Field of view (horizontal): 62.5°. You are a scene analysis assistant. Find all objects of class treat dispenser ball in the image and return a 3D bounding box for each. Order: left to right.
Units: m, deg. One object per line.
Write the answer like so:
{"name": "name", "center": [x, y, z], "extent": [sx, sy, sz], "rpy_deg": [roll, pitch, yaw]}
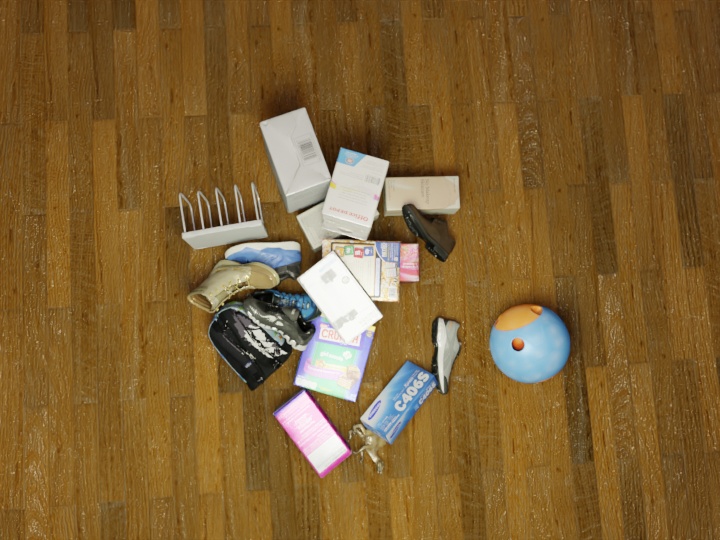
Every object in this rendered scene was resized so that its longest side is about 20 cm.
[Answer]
{"name": "treat dispenser ball", "center": [0.431, 0.185, 1.515], "extent": [0.199, 0.201, 0.203], "rpy_deg": [0, 84, -3]}

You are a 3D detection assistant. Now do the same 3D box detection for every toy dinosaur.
{"name": "toy dinosaur", "center": [0.022, 0.425, 1.552], "extent": [0.100, 0.058, 0.202], "rpy_deg": [3, 80, -19]}

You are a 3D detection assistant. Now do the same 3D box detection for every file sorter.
{"name": "file sorter", "center": [-0.354, -0.144, 1.539], "extent": [0.198, 0.139, 0.126], "rpy_deg": [-10, 81, -4]}

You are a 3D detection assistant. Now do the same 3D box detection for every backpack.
{"name": "backpack", "center": [-0.292, 0.173, 1.508], "extent": [0.200, 0.154, 0.163], "rpy_deg": [40, 105, -19]}

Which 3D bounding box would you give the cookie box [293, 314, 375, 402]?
{"name": "cookie box", "center": [-0.065, 0.220, 1.547], "extent": [0.170, 0.075, 0.202], "rpy_deg": [16, 83, 0]}

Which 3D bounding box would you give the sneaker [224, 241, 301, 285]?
{"name": "sneaker", "center": [-0.254, -0.011, 1.559], "extent": [0.198, 0.077, 0.112], "rpy_deg": [-4, 75, -10]}

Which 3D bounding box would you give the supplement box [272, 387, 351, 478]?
{"name": "supplement box", "center": [-0.122, 0.408, 1.512], "extent": [0.103, 0.101, 0.201], "rpy_deg": [-36, 88, -7]}

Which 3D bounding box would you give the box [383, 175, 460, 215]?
{"name": "box", "center": [0.163, -0.201, 1.602], "extent": [0.198, 0.078, 0.096], "rpy_deg": [-3, 84, -3]}

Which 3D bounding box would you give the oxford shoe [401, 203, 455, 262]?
{"name": "oxford shoe", "center": [0.182, -0.117, 1.574], "extent": [0.085, 0.073, 0.200], "rpy_deg": [-49, 121, -6]}

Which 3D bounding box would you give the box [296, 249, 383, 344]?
{"name": "box", "center": [-0.048, 0.063, 1.436], "extent": [0.116, 0.060, 0.201], "rpy_deg": [-36, 94, 1]}

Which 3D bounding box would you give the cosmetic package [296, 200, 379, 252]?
{"name": "cosmetic package", "center": [-0.061, -0.141, 1.586], "extent": [0.199, 0.073, 0.104], "rpy_deg": [-27, 85, -6]}

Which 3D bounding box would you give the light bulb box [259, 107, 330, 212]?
{"name": "light bulb box", "center": [-0.166, -0.277, 1.530], "extent": [0.124, 0.200, 0.200], "rpy_deg": [-19, 86, -6]}

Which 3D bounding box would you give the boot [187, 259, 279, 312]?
{"name": "boot", "center": [-0.317, 0.043, 1.482], "extent": [0.198, 0.156, 0.073], "rpy_deg": [9, 128, 24]}

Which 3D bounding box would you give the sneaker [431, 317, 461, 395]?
{"name": "sneaker", "center": [0.229, 0.227, 1.566], "extent": [0.079, 0.074, 0.202], "rpy_deg": [4, 84, -8]}

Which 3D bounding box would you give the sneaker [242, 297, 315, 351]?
{"name": "sneaker", "center": [-0.191, 0.114, 1.458], "extent": [0.199, 0.067, 0.091], "rpy_deg": [37, 119, -15]}

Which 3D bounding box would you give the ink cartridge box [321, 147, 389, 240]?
{"name": "ink cartridge box", "center": [-0.018, -0.179, 1.490], "extent": [0.127, 0.125, 0.202], "rpy_deg": [17, 80, 0]}

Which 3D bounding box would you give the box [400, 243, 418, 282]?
{"name": "box", "center": [0.052, -0.019, 1.567], "extent": [0.198, 0.095, 0.104], "rpy_deg": [1, 86, -3]}

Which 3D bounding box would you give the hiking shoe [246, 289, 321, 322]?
{"name": "hiking shoe", "center": [-0.191, 0.090, 1.514], "extent": [0.198, 0.087, 0.075], "rpy_deg": [3, 82, 24]}

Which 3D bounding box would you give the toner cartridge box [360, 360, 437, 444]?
{"name": "toner cartridge box", "center": [0.100, 0.333, 1.513], "extent": [0.095, 0.043, 0.200], "rpy_deg": [22, 61, 41]}

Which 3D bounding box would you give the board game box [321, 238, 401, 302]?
{"name": "board game box", "center": [0.000, 0.000, 1.492], "extent": [0.198, 0.046, 0.153], "rpy_deg": [3, 88, -2]}
